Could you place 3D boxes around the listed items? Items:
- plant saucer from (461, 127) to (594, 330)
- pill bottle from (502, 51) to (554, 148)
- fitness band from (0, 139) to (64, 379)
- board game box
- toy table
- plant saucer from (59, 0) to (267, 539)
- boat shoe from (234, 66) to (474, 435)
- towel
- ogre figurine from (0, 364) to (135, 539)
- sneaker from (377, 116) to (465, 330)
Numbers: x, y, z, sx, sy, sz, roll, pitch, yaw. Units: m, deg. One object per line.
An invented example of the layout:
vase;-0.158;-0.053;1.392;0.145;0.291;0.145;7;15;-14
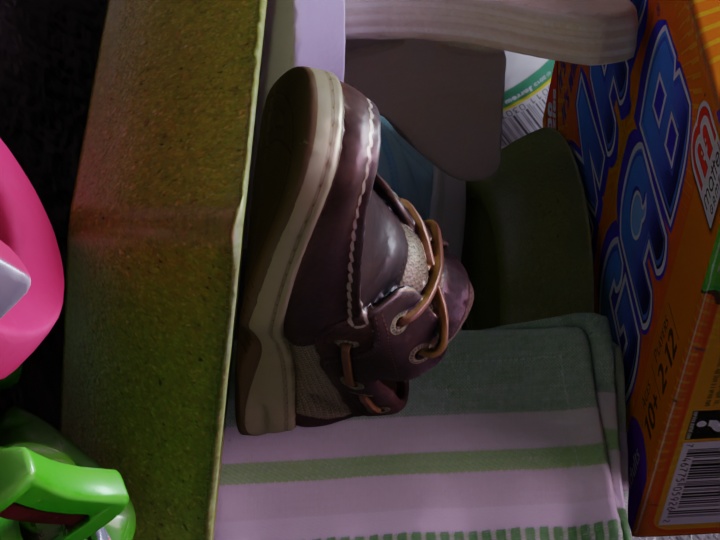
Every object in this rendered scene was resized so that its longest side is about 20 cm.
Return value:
plant saucer;0.050;0.043;1.082;0.200;0.031;0.201;-175;-90;-80
pill bottle;0.086;-0.076;1.270;0.200;0.113;0.113;47;33;-48
fitness band;-0.146;-0.045;0.673;0.200;0.037;0.144;38;10;-40
board game box;0.188;-0.048;0.982;0.200;0.199;0.200;98;-13;-51
toy table;0.000;-0.110;0.964;0.184;0.117;0.200;54;-33;40
plant saucer;-0.059;-0.005;0.840;0.200;0.048;0.200;-87;-176;-49
boat shoe;0.000;0.000;0.866;0.200;0.072;0.072;100;-5;-62
towel;0.024;0.112;0.934;0.023;0.152;0.200;98;-13;-66
ogre figurine;-0.097;0.079;0.715;0.120;0.098;0.200;43;40;-64
sneaker;-0.008;0.022;1.042;0.082;0.074;0.200;25;47;-35
